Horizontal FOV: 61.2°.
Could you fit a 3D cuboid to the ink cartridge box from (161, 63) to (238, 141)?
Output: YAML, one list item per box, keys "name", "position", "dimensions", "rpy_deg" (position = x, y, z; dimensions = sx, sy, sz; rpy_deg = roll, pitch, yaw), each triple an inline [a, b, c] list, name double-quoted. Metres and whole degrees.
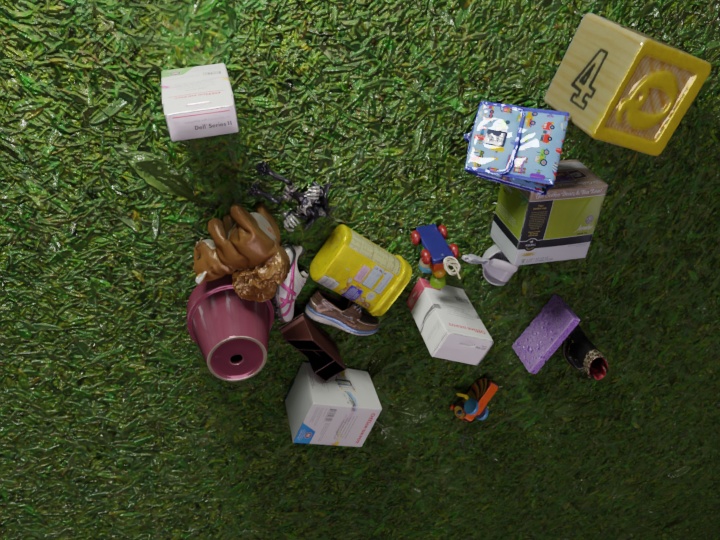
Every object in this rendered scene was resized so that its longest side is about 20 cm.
- name: "ink cartridge box"
  position: [-0.271, -0.279, 1.025]
  dimensions: [0.115, 0.201, 0.068]
  rpy_deg: [-10, 128, -11]

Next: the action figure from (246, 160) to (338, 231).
- name: "action figure"
  position: [-0.128, -0.141, 1.239]
  dimensions: [0.198, 0.103, 0.120]
  rpy_deg: [22, 114, -27]

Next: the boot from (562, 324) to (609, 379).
- name: "boot"
  position: [0.649, 0.254, 1.755]
  dimensions: [0.072, 0.151, 0.202]
  rpy_deg: [-23, 129, -1]

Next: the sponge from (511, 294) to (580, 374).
- name: "sponge"
  position: [0.507, 0.175, 1.675]
  dimensions: [0.029, 0.112, 0.201]
  rpy_deg: [19, 116, -27]

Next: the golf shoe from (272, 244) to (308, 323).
- name: "golf shoe"
  position: [-0.158, 0.034, 1.371]
  dimensions: [0.090, 0.073, 0.203]
  rpy_deg: [-8, 127, -13]

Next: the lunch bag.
- name: "lunch bag"
  position: [0.311, -0.259, 1.260]
  dimensions: [0.196, 0.094, 0.153]
  rpy_deg: [13, 85, 8]

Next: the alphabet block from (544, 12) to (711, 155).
- name: "alphabet block"
  position: [0.529, -0.375, 1.230]
  dimensions: [0.192, 0.201, 0.199]
  rpy_deg: [6, 122, -23]

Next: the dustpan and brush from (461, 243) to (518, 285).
- name: "dustpan and brush"
  position: [0.327, -0.024, 1.499]
  dimensions: [0.197, 0.058, 0.141]
  rpy_deg: [15, 126, -22]

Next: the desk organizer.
- name: "desk organizer"
  position: [-0.111, 0.190, 1.465]
  dimensions: [0.071, 0.078, 0.200]
  rpy_deg: [-31, 144, 5]

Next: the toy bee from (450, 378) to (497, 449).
- name: "toy bee"
  position: [0.315, 0.400, 1.792]
  dimensions: [0.200, 0.108, 0.132]
  rpy_deg: [-44, 122, -17]

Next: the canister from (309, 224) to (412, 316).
- name: "canister"
  position: [0.000, 0.000, 1.390]
  dimensions: [0.198, 0.087, 0.149]
  rpy_deg: [29, 106, -31]

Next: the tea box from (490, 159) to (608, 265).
- name: "tea box"
  position: [0.431, -0.136, 1.411]
  dimensions: [0.196, 0.134, 0.199]
  rpy_deg: [-6, 127, -15]

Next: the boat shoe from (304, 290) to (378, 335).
- name: "boat shoe"
  position: [-0.032, 0.100, 1.462]
  dimensions: [0.197, 0.073, 0.073]
  rpy_deg: [16, 117, -28]

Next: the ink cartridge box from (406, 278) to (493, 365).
- name: "ink cartridge box"
  position: [0.214, 0.124, 1.481]
  dimensions: [0.144, 0.201, 0.086]
  rpy_deg: [14, 120, -26]

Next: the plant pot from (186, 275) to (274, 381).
- name: "plant pot"
  position: [-0.278, 0.134, 1.334]
  dimensions: [0.196, 0.180, 0.203]
  rpy_deg: [-10, 127, -13]

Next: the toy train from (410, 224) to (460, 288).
- name: "toy train"
  position: [0.179, -0.004, 1.381]
  dimensions: [0.083, 0.201, 0.117]
  rpy_deg: [-12, 133, -10]

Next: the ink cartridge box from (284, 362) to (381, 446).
- name: "ink cartridge box"
  position: [-0.073, 0.350, 1.581]
  dimensions: [0.197, 0.145, 0.149]
  rpy_deg: [12, 121, -26]

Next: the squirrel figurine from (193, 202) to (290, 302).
- name: "squirrel figurine"
  position: [-0.247, -0.017, 1.239]
  dimensions: [0.185, 0.142, 0.202]
  rpy_deg: [-33, 95, 15]
